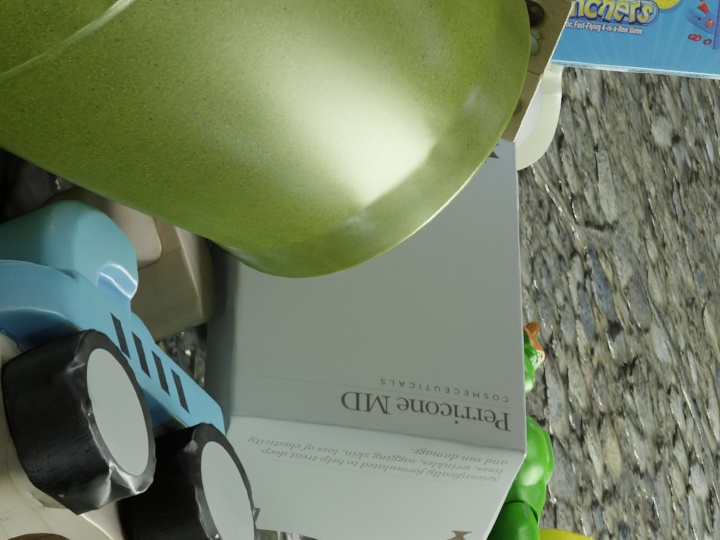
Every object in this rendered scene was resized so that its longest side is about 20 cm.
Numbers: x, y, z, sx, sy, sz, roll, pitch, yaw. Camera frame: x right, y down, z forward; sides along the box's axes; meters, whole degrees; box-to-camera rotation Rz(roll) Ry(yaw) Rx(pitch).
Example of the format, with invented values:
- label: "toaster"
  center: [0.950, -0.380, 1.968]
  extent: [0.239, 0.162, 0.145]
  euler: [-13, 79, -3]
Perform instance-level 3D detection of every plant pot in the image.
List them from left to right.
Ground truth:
- label: "plant pot"
  center: [-0.051, -0.099, 0.688]
  extent: [0.193, 0.200, 0.201]
  euler: [42, 39, -40]

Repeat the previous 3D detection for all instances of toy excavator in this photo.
- label: "toy excavator"
  center: [-0.092, 0.021, 0.722]
  extent: [0.195, 0.099, 0.201]
  euler: [49, 26, -52]

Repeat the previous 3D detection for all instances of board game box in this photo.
- label: "board game box"
  center: [0.076, -0.130, 0.930]
  extent: [0.200, 0.195, 0.056]
  euler: [36, -60, 58]

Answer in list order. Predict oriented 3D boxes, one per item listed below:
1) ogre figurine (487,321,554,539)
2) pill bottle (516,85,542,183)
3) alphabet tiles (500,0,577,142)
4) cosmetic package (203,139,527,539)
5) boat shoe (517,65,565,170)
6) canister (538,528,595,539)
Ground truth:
- label: "ogre figurine"
  center: [0.022, 0.067, 0.969]
  extent: [0.200, 0.098, 0.120]
  euler: [38, 44, -7]
- label: "pill bottle"
  center: [0.032, -0.117, 1.077]
  extent: [0.104, 0.104, 0.201]
  euler: [40, 42, -57]
- label: "alphabet tiles"
  center: [-0.023, -0.115, 0.787]
  extent: [0.006, 0.199, 0.167]
  euler: [-72, -178, -49]
- label: "cosmetic package"
  center: [0.000, 0.000, 0.865]
  extent: [0.081, 0.112, 0.201]
  euler: [109, -17, -50]
- label: "boat shoe"
  center: [0.090, -0.140, 1.192]
  extent: [0.200, 0.071, 0.063]
  euler: [105, -16, -47]
- label: "canister"
  center: [0.090, 0.239, 1.045]
  extent: [0.149, 0.086, 0.201]
  euler: [44, 40, -53]
